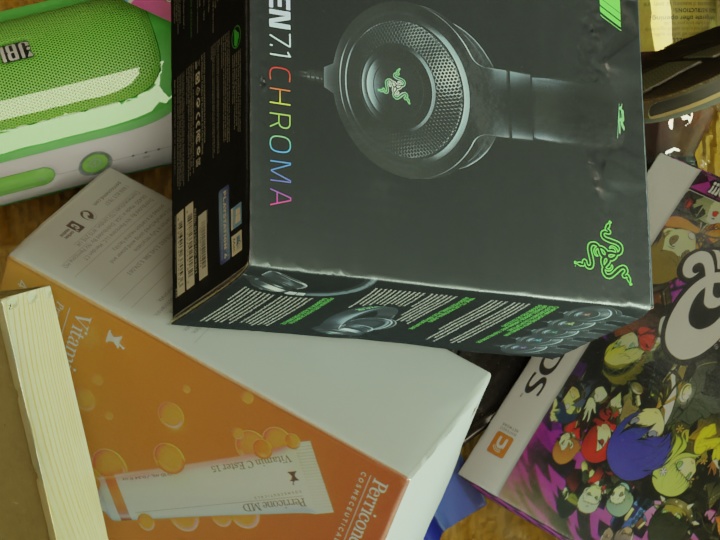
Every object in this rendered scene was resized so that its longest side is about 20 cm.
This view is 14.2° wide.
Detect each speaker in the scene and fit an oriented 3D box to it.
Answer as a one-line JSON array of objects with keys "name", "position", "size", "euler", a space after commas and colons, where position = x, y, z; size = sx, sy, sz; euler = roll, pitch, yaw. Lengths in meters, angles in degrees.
[{"name": "speaker", "position": [-0.155, -0.074, 1.313], "size": [0.199, 0.088, 0.089], "euler": [-15, 95, -12]}]

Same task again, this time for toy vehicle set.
[{"name": "toy vehicle set", "position": [-0.190, 0.077, 1.259], "size": [0.026, 0.199, 0.125], "euler": [-16, 97, -42]}]

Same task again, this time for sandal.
[{"name": "sandal", "position": [0.216, -0.093, 1.337], "size": [0.199, 0.082, 0.055], "euler": [-16, 104, -16]}]

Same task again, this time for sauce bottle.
[{"name": "sauce bottle", "position": [0.140, -0.110, 1.386], "size": [0.066, 0.066, 0.202], "euler": [-2, 90, -12]}]

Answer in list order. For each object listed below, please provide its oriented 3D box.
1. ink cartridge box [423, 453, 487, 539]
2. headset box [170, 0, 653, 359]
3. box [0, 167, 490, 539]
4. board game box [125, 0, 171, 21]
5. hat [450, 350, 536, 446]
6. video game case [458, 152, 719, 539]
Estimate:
[{"name": "ink cartridge box", "position": [-0.040, 0.121, 1.368], "size": [0.199, 0.039, 0.100], "euler": [-31, 97, -10]}, {"name": "headset box", "position": [0.026, -0.061, 1.223], "size": [0.199, 0.093, 0.175], "euler": [7, 72, -24]}, {"name": "box", "position": [-0.063, 0.066, 1.263], "size": [0.199, 0.097, 0.125], "euler": [28, 124, 11]}, {"name": "board game box", "position": [-0.002, -0.153, 1.325], "size": [0.199, 0.040, 0.154], "euler": [24, 58, -17]}, {"name": "hat", "position": [0.000, 0.000, 1.327], "size": [0.199, 0.081, 0.202], "euler": [1, 76, -2]}, {"name": "video game case", "position": [0.162, 0.058, 1.280], "size": [0.036, 0.200, 0.182], "euler": [38, 83, -46]}]
